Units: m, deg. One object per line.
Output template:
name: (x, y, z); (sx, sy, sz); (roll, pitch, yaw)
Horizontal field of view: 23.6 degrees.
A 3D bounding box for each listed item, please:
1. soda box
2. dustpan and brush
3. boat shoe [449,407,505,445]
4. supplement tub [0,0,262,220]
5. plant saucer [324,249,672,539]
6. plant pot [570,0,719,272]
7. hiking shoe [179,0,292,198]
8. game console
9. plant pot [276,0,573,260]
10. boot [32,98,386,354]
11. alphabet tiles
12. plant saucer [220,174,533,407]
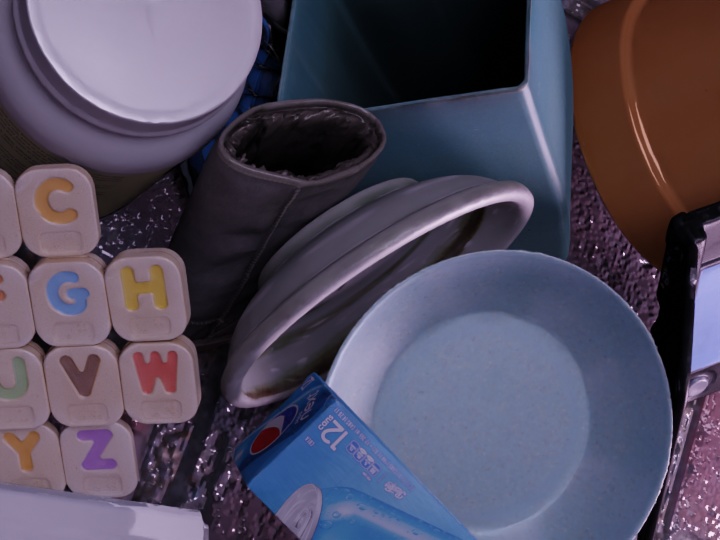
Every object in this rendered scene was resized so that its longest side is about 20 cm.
soda box: (0.026, 0.148, 0.885); (0.064, 0.068, 0.200); (-44, 103, -2)
dustpan and brush: (-0.163, 0.224, 0.933); (0.139, 0.057, 0.200); (9, 73, -5)
boat shoe: (0.095, 0.067, 1.052); (0.200, 0.075, 0.062); (-17, 68, -52)
supplement tub: (-0.146, -0.111, 0.929); (0.145, 0.200, 0.145); (6, 77, -24)
plant saucer: (0.070, 0.086, 0.942); (0.201, 0.039, 0.201); (-1, 97, -12)
plant pot: (0.249, -0.106, 1.117); (0.200, 0.140, 0.200); (24, 56, -40)
hiking shoe: (-0.063, -0.116, 1.034); (0.074, 0.087, 0.200); (8, 76, -23)
game console: (0.232, 0.059, 1.059); (0.176, 0.200, 0.116); (-19, 54, -14)
plant pot: (0.058, -0.088, 1.016); (0.200, 0.141, 0.142); (59, 30, -50)
boot: (-0.094, -0.009, 0.931); (0.182, 0.200, 0.073); (-22, 78, -30)
alphabet tiles: (-0.186, 0.039, 0.901); (0.200, 0.015, 0.196); (-2, 115, 3)
plant saucer: (0.000, 0.000, 0.942); (0.200, 0.200, 0.050); (-28, 75, -28)
